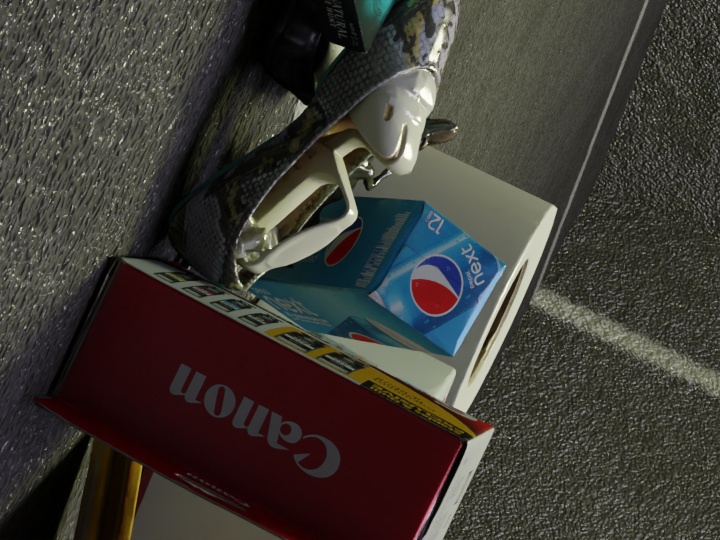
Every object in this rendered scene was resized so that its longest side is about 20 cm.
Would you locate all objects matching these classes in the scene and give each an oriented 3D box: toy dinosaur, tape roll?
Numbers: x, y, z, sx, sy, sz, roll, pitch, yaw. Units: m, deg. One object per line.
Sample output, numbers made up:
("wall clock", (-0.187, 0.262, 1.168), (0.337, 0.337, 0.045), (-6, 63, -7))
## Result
("toy dinosaur", (-0.036, -0.036, 1.332), (0.200, 0.048, 0.088), (-36, 177, 5))
("tape roll", (0.047, 0.012, 1.824), (0.203, 0.138, 0.204), (90, 26, -72))

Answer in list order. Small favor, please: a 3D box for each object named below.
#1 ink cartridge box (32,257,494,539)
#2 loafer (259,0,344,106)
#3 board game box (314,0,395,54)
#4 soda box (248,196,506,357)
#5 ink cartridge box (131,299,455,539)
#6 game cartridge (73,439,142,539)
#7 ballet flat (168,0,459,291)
("ink cartridge box", (-0.044, 0.074, 1.197), (0.084, 0.199, 0.176), (-64, 172, 3))
("loafer", (-0.009, -0.119, 1.307), (0.068, 0.070, 0.201), (-64, 171, -3))
("board game box", (0.009, -0.217, 1.148), (0.136, 0.028, 0.200), (-61, 160, -23))
("soda box", (0.000, 0.000, 1.388), (0.064, 0.068, 0.200), (-59, -156, -11))
("ink cartridge box", (-0.044, 0.121, 1.546), (0.146, 0.144, 0.200), (-67, 171, 17))
("game cartridge", (-0.152, 0.212, 1.276), (0.177, 0.032, 0.201), (-89, -170, -62))
("ballet flat", (-0.010, -0.061, 1.238), (0.200, 0.072, 0.072), (-43, 173, 4))
